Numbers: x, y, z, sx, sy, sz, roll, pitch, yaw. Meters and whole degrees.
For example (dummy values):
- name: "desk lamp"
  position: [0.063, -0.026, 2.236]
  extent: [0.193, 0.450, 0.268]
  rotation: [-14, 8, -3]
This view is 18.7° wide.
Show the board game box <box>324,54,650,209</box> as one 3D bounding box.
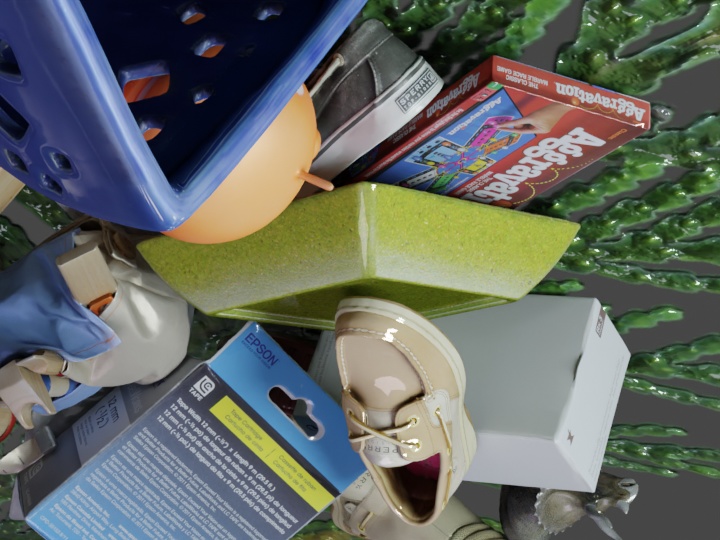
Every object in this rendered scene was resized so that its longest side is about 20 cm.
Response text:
- name: "board game box"
  position: [0.069, -0.068, 1.269]
  extent: [0.103, 0.019, 0.200]
  rotation: [13, 158, -25]

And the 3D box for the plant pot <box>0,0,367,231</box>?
- name: "plant pot"
  position: [-0.138, -0.157, 1.021]
  extent: [0.180, 0.200, 0.200]
  rotation: [6, 134, 36]

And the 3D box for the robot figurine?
- name: "robot figurine"
  position: [-0.100, -0.087, 1.175]
  extent: [0.200, 0.117, 0.144]
  rotation: [38, 163, 43]

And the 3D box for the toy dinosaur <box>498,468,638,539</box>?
- name: "toy dinosaur"
  position: [0.130, 0.161, 1.600]
  extent: [0.077, 0.102, 0.200]
  rotation: [25, 152, -13]

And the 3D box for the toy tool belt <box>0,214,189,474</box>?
- name: "toy tool belt"
  position: [-0.215, 0.044, 1.392]
  extent: [0.200, 0.125, 0.123]
  rotation: [-34, 157, 19]

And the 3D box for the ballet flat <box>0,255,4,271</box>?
- name: "ballet flat"
  position: [-0.288, 0.041, 1.682]
  extent: [0.071, 0.071, 0.200]
  rotation: [15, 154, 5]

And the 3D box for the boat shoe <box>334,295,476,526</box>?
- name: "boat shoe"
  position: [0.026, 0.091, 1.337]
  extent: [0.074, 0.069, 0.200]
  rotation: [6, 147, 24]

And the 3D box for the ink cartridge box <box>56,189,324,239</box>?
- name: "ink cartridge box"
  position: [-0.091, -0.063, 1.398]
  extent: [0.200, 0.057, 0.163]
  rotation: [-18, 140, 20]

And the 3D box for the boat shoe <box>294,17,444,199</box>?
- name: "boat shoe"
  position: [-0.024, -0.089, 1.265]
  extent: [0.064, 0.071, 0.200]
  rotation: [48, 145, -6]

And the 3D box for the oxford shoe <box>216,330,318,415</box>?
- name: "oxford shoe"
  position: [-0.014, 0.086, 1.614]
  extent: [0.200, 0.070, 0.075]
  rotation: [26, -177, -24]

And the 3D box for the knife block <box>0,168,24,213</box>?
- name: "knife block"
  position: [-0.237, -0.060, 1.341]
  extent: [0.200, 0.064, 0.176]
  rotation: [5, 108, 23]

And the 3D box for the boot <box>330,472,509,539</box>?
- name: "boot"
  position: [0.054, 0.205, 1.693]
  extent: [0.155, 0.073, 0.200]
  rotation: [36, 168, 20]

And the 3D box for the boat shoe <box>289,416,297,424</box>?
- name: "boat shoe"
  position: [-0.055, 0.144, 1.731]
  extent: [0.064, 0.071, 0.200]
  rotation: [15, 162, -8]

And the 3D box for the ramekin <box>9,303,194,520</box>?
- name: "ramekin"
  position: [-0.182, 0.088, 1.561]
  extent: [0.098, 0.201, 0.200]
  rotation: [12, 154, -6]

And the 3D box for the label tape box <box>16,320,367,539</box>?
- name: "label tape box"
  position: [-0.107, 0.129, 1.456]
  extent: [0.143, 0.200, 0.066]
  rotation: [46, -174, -27]

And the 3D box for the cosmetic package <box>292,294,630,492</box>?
- name: "cosmetic package"
  position: [0.069, 0.077, 1.471]
  extent: [0.200, 0.113, 0.081]
  rotation: [5, 151, 28]

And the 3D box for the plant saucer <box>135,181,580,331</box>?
- name: "plant saucer"
  position: [0.000, 0.000, 1.333]
  extent: [0.200, 0.048, 0.200]
  rotation: [-13, 165, 42]
